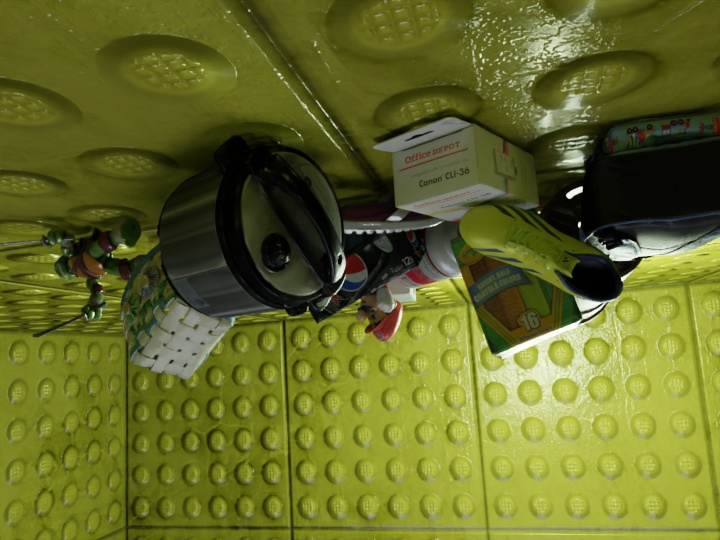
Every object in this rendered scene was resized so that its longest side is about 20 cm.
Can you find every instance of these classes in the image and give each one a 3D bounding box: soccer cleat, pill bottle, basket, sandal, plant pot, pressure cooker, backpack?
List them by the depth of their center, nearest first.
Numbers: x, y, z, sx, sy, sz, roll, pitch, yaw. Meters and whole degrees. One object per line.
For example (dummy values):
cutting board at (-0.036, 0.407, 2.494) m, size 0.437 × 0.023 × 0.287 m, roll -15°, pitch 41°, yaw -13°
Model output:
pressure cooker at (-0.110, -0.039, 0.638) m, size 0.196 × 0.186 × 0.173 m, roll -10°, pitch 166°, yaw 41°
soccer cleat at (0.206, -0.022, 0.640) m, size 0.194 × 0.067 × 0.084 m, roll 23°, pitch -167°, yaw -4°
backpack at (0.352, -0.085, 0.691) m, size 0.176 × 0.140 × 0.200 m, roll -6°, pitch 170°, yaw 13°
basket at (-0.241, 0.023, 0.773) m, size 0.137 × 0.203 × 0.177 m, roll 28°, pitch 115°, yaw -30°
sandal at (0.052, -0.090, 0.783) m, size 0.196 × 0.051 × 0.083 m, roll -13°, pitch -146°, yaw -23°
plant pot at (0.339, -0.033, 0.894) m, size 0.192 × 0.208 × 0.199 m, roll -4°, pitch 163°, yaw 2°
pill bottle at (0.130, -0.040, 0.952) m, size 0.109 × 0.117 × 0.198 m, roll 1°, pitch 169°, yaw -31°

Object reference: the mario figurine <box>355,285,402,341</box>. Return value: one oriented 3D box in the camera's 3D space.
mario figurine at (0.003, 0.031, 1.005) m, size 0.103 × 0.206 × 0.123 m, roll -23°, pitch 179°, yaw 9°

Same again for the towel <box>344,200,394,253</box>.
towel at (-0.008, -0.046, 0.906) m, size 0.192 × 0.114 × 0.049 m, roll -9°, pitch -147°, yaw 13°

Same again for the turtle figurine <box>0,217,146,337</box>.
turtle figurine at (-0.419, 0.005, 0.870) m, size 0.187 × 0.149 × 0.199 m, roll -14°, pitch 180°, yaw 16°

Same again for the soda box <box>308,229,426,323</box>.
soda box at (0.000, 0.000, 0.856) m, size 0.197 × 0.064 × 0.071 m, roll -31°, pitch -171°, yaw 26°

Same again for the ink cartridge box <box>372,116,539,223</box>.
ink cartridge box at (0.114, -0.108, 0.662) m, size 0.114 × 0.070 × 0.196 m, roll -11°, pitch 168°, yaw 40°

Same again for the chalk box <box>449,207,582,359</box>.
chalk box at (0.201, -0.001, 0.770) m, size 0.121 × 0.206 × 0.123 m, roll -24°, pitch 164°, yaw 13°

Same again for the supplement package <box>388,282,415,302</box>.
supplement package at (0.058, 0.005, 1.203) m, size 0.105 × 0.119 × 0.200 m, roll -4°, pitch 173°, yaw 8°
